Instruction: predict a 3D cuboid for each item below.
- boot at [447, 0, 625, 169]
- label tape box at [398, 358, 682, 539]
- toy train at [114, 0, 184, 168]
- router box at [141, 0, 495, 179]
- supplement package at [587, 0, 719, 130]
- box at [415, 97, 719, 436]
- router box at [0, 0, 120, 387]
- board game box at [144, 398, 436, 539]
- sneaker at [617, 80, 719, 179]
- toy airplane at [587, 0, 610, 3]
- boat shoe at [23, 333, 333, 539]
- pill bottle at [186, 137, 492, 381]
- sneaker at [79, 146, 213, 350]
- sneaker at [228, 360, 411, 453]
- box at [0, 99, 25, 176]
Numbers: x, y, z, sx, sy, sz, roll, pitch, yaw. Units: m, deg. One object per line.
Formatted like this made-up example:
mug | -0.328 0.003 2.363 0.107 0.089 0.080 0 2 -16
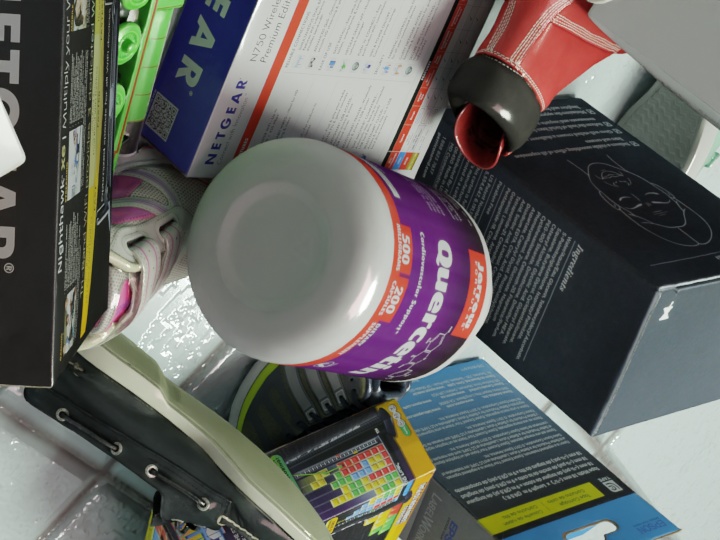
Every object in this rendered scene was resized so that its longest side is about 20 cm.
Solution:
boot | 0.106 -0.121 1.062 0.145 0.072 0.200 -62 163 4
label tape box | 0.091 0.149 1.227 0.144 0.200 0.064 -9 130 -43
toy train | -0.107 -0.134 0.877 0.056 0.042 0.201 -21 138 -51
router box | -0.005 -0.145 0.970 0.179 0.049 0.201 -1 123 -48
supplement package | 0.253 -0.158 1.015 0.192 0.147 0.200 -53 163 9
box | 0.139 -0.009 1.129 0.148 0.200 0.108 -9 129 -43
router box | -0.135 -0.067 0.756 0.157 0.052 0.202 -89 -177 -81
board game box | -0.053 0.171 1.142 0.164 0.057 0.200 -24 158 -22
sneaker | 0.248 -0.103 1.269 0.118 0.074 0.201 15 109 -46
toy airplane | 0.091 -0.218 0.785 0.141 0.198 0.201 -76 171 -60
boat shoe | -0.102 0.109 1.010 0.199 0.075 0.066 41 97 -15
pill bottle | 0.000 0.000 0.981 0.113 0.112 0.200 -56 155 10
sneaker | -0.132 -0.002 0.929 0.199 0.088 0.082 -15 134 -40
sneaker | -0.017 0.069 1.133 0.074 0.081 0.201 -3 127 -47
box | -0.228 -0.087 0.638 0.124 0.200 0.098 -36 143 -18
